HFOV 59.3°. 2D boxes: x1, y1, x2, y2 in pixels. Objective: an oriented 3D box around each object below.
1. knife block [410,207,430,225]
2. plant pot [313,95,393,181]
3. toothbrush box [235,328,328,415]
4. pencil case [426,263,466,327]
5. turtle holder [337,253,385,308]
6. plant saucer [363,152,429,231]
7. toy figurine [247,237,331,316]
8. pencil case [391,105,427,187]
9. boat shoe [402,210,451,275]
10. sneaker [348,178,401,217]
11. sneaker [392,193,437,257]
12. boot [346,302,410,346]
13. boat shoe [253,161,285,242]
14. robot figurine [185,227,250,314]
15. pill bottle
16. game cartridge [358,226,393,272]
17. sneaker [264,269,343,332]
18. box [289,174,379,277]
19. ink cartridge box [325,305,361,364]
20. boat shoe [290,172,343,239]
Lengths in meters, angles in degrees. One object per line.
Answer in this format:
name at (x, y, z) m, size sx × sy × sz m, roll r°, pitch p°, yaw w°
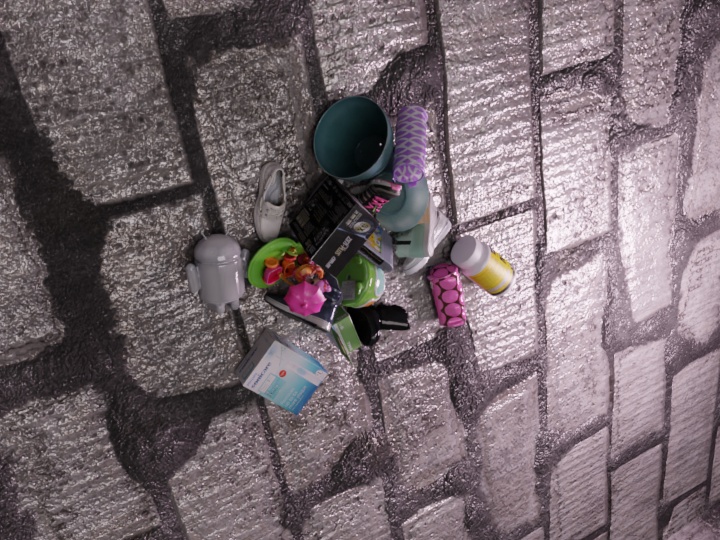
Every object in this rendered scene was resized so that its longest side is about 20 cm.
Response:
knife block at (0.130, -0.243, 1.640) m, size 0.063 × 0.201 × 0.177 m, roll -11°, pitch 143°, yaw -25°
plant pot at (0.002, -0.307, 1.554) m, size 0.202 × 0.199 × 0.134 m, roll -63°, pitch 154°, yaw 5°
toothbrush box at (-0.211, 0.272, 1.698) m, size 0.199 × 0.085 × 0.147 m, roll 38°, pitch 88°, yaw -32°
pencil case at (0.256, 0.078, 1.875) m, size 0.093 × 0.090 × 0.202 m, roll -32°, pitch 122°, yaw -24°
turtle holder at (-0.006, 0.009, 1.695) m, size 0.131 × 0.187 × 0.141 m, roll 10°, pitch 138°, yaw -45°
plant saucer at (0.079, -0.197, 1.616) m, size 0.039 × 0.199 × 0.204 m, roll -18°, pitch 120°, yaw -54°
toy figurine at (-0.143, 0.027, 1.534) m, size 0.199 × 0.184 × 0.151 m, roll -21°, pitch 141°, yaw -36°
pencil case at (0.125, -0.306, 1.544) m, size 0.086 × 0.083 × 0.202 m, roll 46°, pitch 45°, yaw -52°
boat shoe at (0.174, -0.081, 1.788) m, size 0.065 × 0.073 × 0.201 m, roll 43°, pitch 75°, yaw -28°
sneaker at (0.032, -0.168, 1.556) m, size 0.073 × 0.199 × 0.089 m, roll 14°, pitch 79°, yaw -34°
sneaker at (0.145, -0.126, 1.741) m, size 0.074 × 0.117 × 0.203 m, roll 51°, pitch 41°, yaw -51°
boot at (0.062, 0.145, 1.736) m, size 0.160 × 0.198 × 0.074 m, roll 7°, pitch 109°, yaw -23°
boat shoe at (-0.217, -0.159, 1.543) m, size 0.070 × 0.069 × 0.203 m, roll -6°, pitch 111°, yaw -28°
robot figurine at (-0.337, 0.000, 1.511) m, size 0.168 × 0.112 × 0.203 m, roll -19°, pitch 118°, yaw -40°
pill bottle at (0.365, -0.014, 1.882) m, size 0.199 × 0.114 × 0.115 m, roll 34°, pitch 91°, yaw -34°
game cartridge at (0.011, -0.094, 1.652) m, size 0.199 × 0.134 × 0.040 m, roll 36°, pitch 120°, yaw -28°
sneaker at (-0.138, 0.058, 1.627) m, size 0.148 × 0.200 × 0.077 m, roll -66°, pitch 159°, yaw -12°
box at (-0.065, -0.108, 1.489) m, size 0.086 × 0.200 × 0.164 m, roll 35°, pitch 99°, yaw -33°
ink cartridge box at (-0.054, 0.152, 1.667) m, size 0.059 × 0.200 × 0.105 m, roll -28°, pitch 120°, yaw -13°
boat shoe at (-0.096, -0.156, 1.610) m, size 0.065 × 0.072 × 0.201 m, roll 32°, pitch 92°, yaw -37°
